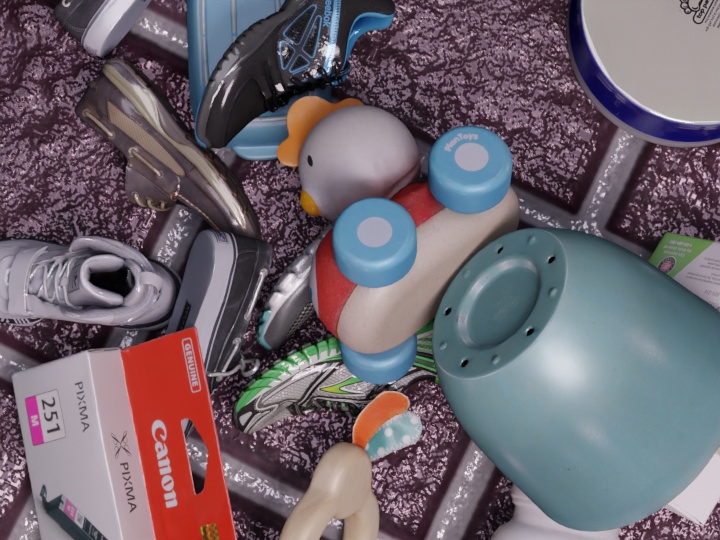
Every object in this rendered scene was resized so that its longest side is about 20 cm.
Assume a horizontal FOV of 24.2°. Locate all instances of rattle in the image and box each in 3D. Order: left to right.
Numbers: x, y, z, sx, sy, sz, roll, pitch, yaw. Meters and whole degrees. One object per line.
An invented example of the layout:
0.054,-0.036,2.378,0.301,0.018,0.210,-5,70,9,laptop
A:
-0.048,0.179,1.342,0.130,0.143,0.201,13,91,-44,rattle

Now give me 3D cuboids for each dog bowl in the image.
0.274,-0.209,1.396,0.199,0.079,0.201,0,82,-1,dog bowl

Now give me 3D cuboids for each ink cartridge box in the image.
-0.186,0.159,1.315,0.173,0.043,0.201,-17,81,36,ink cartridge box
0.253,0.081,1.317,0.084,0.145,0.200,35,84,-23,ink cartridge box

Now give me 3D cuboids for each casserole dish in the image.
-0.087,-0.194,1.412,0.120,0.039,0.201,-3,83,-1,casserole dish

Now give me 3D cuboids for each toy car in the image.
0.001,-0.052,1.280,0.177,0.185,0.200,-37,65,-18,toy car

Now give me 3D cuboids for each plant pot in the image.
0.148,0.062,1.219,0.161,0.200,0.201,38,82,-31,plant pot

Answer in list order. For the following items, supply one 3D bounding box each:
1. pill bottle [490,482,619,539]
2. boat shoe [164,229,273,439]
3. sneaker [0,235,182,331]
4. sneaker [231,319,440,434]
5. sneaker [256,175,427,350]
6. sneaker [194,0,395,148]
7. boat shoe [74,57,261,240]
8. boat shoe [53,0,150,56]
0.149,0.262,1.313,0.116,0.116,0.201,11,82,1,pill bottle
-0.120,0.062,1.347,0.068,0.074,0.200,9,107,-28,boat shoe
-0.244,0.005,1.344,0.199,0.115,0.076,6,82,0,sneaker
-0.009,0.091,1.354,0.199,0.078,0.086,-20,84,-4,sneaker
0.000,0.000,1.370,0.091,0.078,0.200,43,86,1,sneaker
-0.055,-0.169,1.352,0.082,0.073,0.200,40,84,5,sneaker
-0.160,-0.084,1.386,0.073,0.074,0.200,-42,77,6,boat shoe
-0.185,-0.275,1.411,0.066,0.070,0.200,36,91,3,boat shoe
